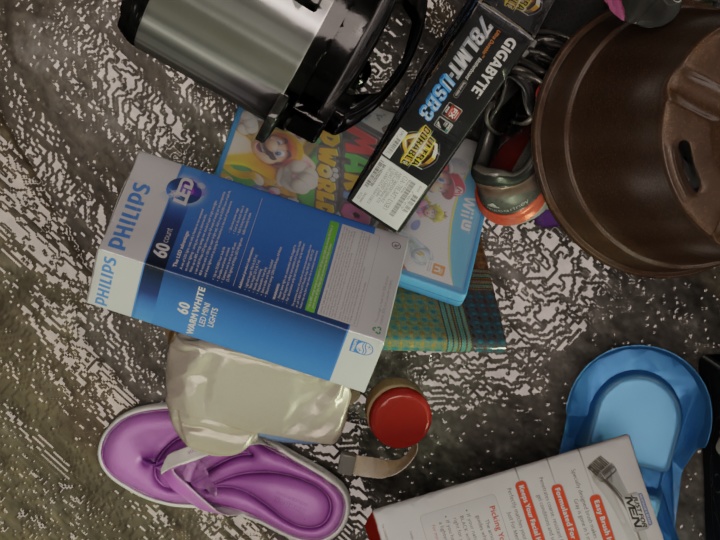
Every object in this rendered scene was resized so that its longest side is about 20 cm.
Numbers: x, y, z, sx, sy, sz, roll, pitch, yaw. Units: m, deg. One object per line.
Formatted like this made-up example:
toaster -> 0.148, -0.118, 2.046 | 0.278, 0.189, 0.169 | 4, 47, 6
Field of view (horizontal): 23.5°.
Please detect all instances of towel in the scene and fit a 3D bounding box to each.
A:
towel -> 0.000, 0.000, 1.261 | 0.198, 0.148, 0.022 | 4, 139, -16

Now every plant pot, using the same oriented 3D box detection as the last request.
plant pot -> 0.235, -0.087, 1.148 | 0.198, 0.198, 0.203 | -1, 95, -11

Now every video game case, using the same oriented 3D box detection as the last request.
video game case -> -0.004, -0.065, 1.276 | 0.198, 0.018, 0.144 | 19, 53, -4

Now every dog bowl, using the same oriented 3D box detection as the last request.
dog bowl -> 0.199, 0.153, 1.332 | 0.110, 0.050, 0.202 | 14, 95, 1

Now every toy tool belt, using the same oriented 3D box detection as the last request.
toy tool belt -> -0.050, 0.074, 1.289 | 0.198, 0.123, 0.126 | 10, 107, -9

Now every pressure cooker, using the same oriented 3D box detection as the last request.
pressure cooker -> -0.051, -0.197, 1.229 | 0.199, 0.179, 0.177 | 30, 109, -5

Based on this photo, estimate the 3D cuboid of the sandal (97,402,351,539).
sandal -> -0.102, 0.154, 1.324 | 0.201, 0.050, 0.083 | 16, 95, -3

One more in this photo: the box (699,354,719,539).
box -> 0.330, 0.171, 1.264 | 0.123, 0.200, 0.199 | -2, 97, -2

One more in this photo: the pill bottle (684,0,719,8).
pill bottle -> 0.209, -0.258, 1.260 | 0.199, 0.109, 0.110 | 24, 95, -4

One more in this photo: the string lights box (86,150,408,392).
string lights box -> -0.075, -0.001, 1.181 | 0.198, 0.103, 0.059 | 18, 136, -2

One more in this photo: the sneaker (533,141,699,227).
sneaker -> 0.227, -0.049, 1.304 | 0.198, 0.081, 0.089 | -10, 113, 2

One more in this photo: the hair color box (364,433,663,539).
hair color box -> 0.114, 0.202, 1.246 | 0.198, 0.064, 0.112 | -15, 74, -9

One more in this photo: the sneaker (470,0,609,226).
sneaker -> 0.135, -0.133, 1.260 | 0.076, 0.082, 0.202 | 14, 74, 25

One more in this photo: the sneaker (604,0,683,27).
sneaker -> 0.216, -0.244, 1.149 | 0.086, 0.080, 0.202 | 22, 60, -19

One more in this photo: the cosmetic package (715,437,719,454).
cosmetic package -> 0.350, 0.108, 1.058 | 0.164, 0.200, 0.166 | 34, 92, -7

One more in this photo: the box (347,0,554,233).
box -> 0.080, -0.152, 1.184 | 0.049, 0.201, 0.199 | 33, 133, -5
